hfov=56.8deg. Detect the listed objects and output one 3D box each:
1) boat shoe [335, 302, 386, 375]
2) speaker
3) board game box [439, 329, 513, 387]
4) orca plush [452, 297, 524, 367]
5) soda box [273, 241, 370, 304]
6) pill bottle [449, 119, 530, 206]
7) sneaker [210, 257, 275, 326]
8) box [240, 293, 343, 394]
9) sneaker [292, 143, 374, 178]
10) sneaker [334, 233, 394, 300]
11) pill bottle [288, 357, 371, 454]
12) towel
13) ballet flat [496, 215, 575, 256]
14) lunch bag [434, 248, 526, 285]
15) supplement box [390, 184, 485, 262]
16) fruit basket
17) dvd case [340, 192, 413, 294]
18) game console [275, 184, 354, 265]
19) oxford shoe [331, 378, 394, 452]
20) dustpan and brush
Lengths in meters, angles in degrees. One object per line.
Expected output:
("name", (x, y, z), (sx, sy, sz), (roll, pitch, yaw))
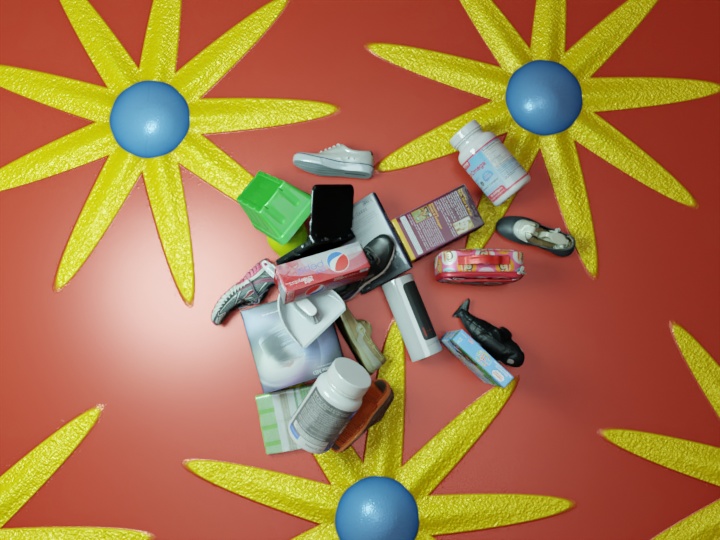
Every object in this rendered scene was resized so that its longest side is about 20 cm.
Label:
("boat shoe", (-0.003, 0.149, 1.568), (0.066, 0.074, 0.200), (-32, 109, -15))
("speaker", (0.122, 0.113, 1.582), (0.081, 0.081, 0.201), (-21, 84, -4))
("board game box", (0.259, 0.198, 1.515), (0.151, 0.200, 0.037), (43, 85, 3))
("orca plush", (0.315, 0.143, 1.577), (0.105, 0.071, 0.200), (-26, 69, -24))
("soda box", (-0.084, 0.004, 1.447), (0.199, 0.063, 0.070), (-18, 68, -19))
("pill bottle", (0.310, -0.263, 1.616), (0.109, 0.109, 0.200), (-39, 86, -6))
("sneaker", (-0.272, 0.060, 1.575), (0.200, 0.081, 0.075), (-43, 88, -6))
("box", (-0.151, 0.162, 1.546), (0.199, 0.123, 0.199), (-17, 86, -4))
("sneaker", (-0.065, -0.273, 1.631), (0.199, 0.073, 0.071), (7, 74, -10))
("sneaker", (0.000, 0.000, 1.536), (0.076, 0.088, 0.200), (45, 106, 12))
("pill bottle", (-0.066, 0.295, 1.461), (0.114, 0.114, 0.200), (34, 112, 2))
("towel", (-0.136, 0.344, 1.561), (0.199, 0.031, 0.150), (-9, 96, -1))
("ballet flat", (0.432, -0.089, 1.620), (0.199, 0.073, 0.073), (20, 83, 1))
("lunch bag", (0.278, -0.012, 1.551), (0.199, 0.176, 0.082), (0, 83, -1))
("supplement box", (0.182, -0.109, 1.605), (0.199, 0.086, 0.111), (-26, 85, -4))
("fruit basket", (-0.176, -0.118, 1.563), (0.215, 0.216, 0.156), (38, 84, 3))
("dvd case", (0.019, -0.063, 1.589), (0.150, 0.025, 0.201), (-29, 84, 28))
("game console", (-0.101, -0.104, 1.515), (0.176, 0.200, 0.117), (-29, 84, 26))
("oxford shoe", (0.011, 0.349, 1.544), (0.200, 0.073, 0.071), (-47, 44, -14))
("dustpan and brush", (-0.147, 0.053, 1.469), (0.140, 0.057, 0.200), (-43, 72, -14))
